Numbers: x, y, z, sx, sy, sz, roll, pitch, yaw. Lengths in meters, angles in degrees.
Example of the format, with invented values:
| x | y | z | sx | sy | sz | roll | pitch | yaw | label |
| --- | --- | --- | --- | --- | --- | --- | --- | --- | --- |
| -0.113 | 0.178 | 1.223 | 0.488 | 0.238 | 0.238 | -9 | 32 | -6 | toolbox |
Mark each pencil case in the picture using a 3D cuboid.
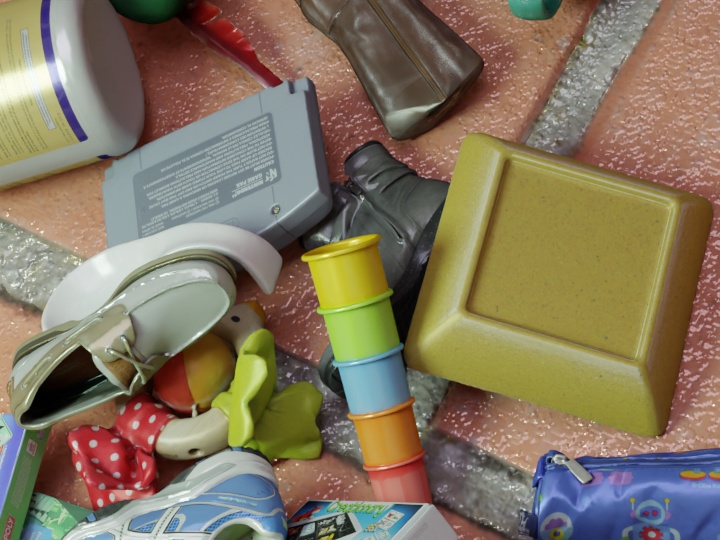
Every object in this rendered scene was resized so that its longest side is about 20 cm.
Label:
| x | y | z | sx | sy | sz | roll | pitch | yaw | label |
| --- | --- | --- | --- | --- | --- | --- | --- | --- | --- |
| 0.210 | 0.158 | 1.349 | 0.198 | 0.087 | 0.078 | -2 | 40 | 14 | pencil case |

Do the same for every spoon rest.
| x | y | z | sx | sy | sz | roll | pitch | yaw | label |
| --- | --- | --- | --- | --- | --- | --- | --- | --- | --- |
| -0.159 | 0.005 | 1.497 | 0.198 | 0.061 | 0.100 | -14 | 36 | 23 | spoon rest |

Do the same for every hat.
| x | y | z | sx | sy | sz | roll | pitch | yaw | label |
| --- | --- | --- | --- | --- | --- | --- | --- | --- | --- |
| -0.180 | -0.210 | 1.647 | 0.199 | 0.165 | 0.178 | -10 | 81 | 44 | hat |

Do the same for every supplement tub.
| x | y | z | sx | sy | sz | roll | pitch | yaw | label |
| --- | --- | --- | --- | --- | --- | --- | --- | --- | --- |
| -0.292 | -0.142 | 1.614 | 0.198 | 0.146 | 0.147 | -15 | 59 | 13 | supplement tub |

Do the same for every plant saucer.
| x | y | z | sx | sy | sz | roll | pitch | yaw | label |
| --- | --- | --- | --- | --- | --- | --- | --- | --- | --- |
| 0.150 | -0.001 | 1.438 | 0.198 | 0.049 | 0.202 | 16 | 66 | 2 | plant saucer |

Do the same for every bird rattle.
| x | y | z | sx | sy | sz | roll | pitch | yaw | label |
| --- | --- | --- | --- | --- | --- | --- | --- | --- | --- |
| -0.128 | 0.103 | 1.491 | 0.198 | 0.113 | 0.164 | -21 | 46 | 19 | bird rattle |

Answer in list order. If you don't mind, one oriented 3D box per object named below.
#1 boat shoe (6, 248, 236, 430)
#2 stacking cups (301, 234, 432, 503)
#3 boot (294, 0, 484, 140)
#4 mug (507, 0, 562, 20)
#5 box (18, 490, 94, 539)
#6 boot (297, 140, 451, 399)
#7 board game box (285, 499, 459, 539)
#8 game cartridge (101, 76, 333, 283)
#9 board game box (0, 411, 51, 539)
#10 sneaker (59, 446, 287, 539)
| x | y | z | sx | sy | sz | roll | pitch | yaw | label |
| --- | --- | --- | --- | --- | --- | --- | --- | --- | --- |
| -0.173 | 0.058 | 1.442 | 0.199 | 0.075 | 0.069 | -31 | 31 | 21 | boat shoe |
| 0.014 | 0.077 | 1.409 | 0.060 | 0.061 | 0.202 | -16 | 96 | 7 | stacking cups |
| 0.056 | -0.220 | 1.609 | 0.186 | 0.064 | 0.200 | -42 | 55 | 7 | boot |
| 0.149 | -0.289 | 1.591 | 0.185 | 0.115 | 0.152 | -45 | 61 | -10 | mug |
| -0.200 | 0.252 | 1.442 | 0.198 | 0.036 | 0.145 | 15 | 67 | 21 | box |
| 0.000 | 0.000 | 1.515 | 0.131 | 0.070 | 0.200 | 24 | 64 | 32 | boot |
| -0.028 | 0.209 | 1.329 | 0.126 | 0.200 | 0.035 | -44 | 103 | -22 | board game box |
| -0.114 | -0.060 | 1.563 | 0.199 | 0.040 | 0.134 | -22 | 54 | 22 | game cartridge |
| -0.315 | 0.205 | 1.475 | 0.134 | 0.029 | 0.202 | -9 | 54 | 32 | board game box |
| -0.141 | 0.201 | 1.384 | 0.199 | 0.076 | 0.077 | -32 | 46 | -2 | sneaker |
